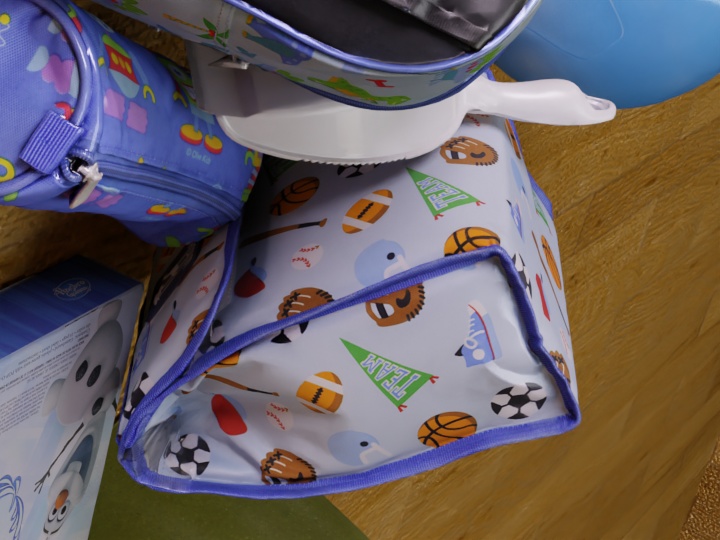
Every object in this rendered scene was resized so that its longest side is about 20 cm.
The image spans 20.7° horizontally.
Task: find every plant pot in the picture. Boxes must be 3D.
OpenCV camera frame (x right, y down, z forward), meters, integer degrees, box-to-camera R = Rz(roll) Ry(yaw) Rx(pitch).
[{"bbox_3d":[-0.053,0.189,1.052,0.187,0.199,0.188,-52,157,-33],"label":"plant pot"}]

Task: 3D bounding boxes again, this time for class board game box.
[{"bbox_3d":[-0.181,0.113,0.858,0.200,0.043,0.200,-32,141,-58],"label":"board game box"}]

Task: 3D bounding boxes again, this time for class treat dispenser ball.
[{"bbox_3d":[0.141,-0.191,1.098,0.201,0.200,0.201,-52,157,-32],"label":"treat dispenser ball"}]

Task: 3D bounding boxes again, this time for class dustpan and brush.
[{"bbox_3d":[0.020,-0.086,0.854,0.140,0.199,0.057,-106,-162,-49],"label":"dustpan and brush"}]

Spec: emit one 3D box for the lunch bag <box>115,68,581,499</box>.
[{"bbox_3d":[-0.015,0.010,0.898,0.170,0.199,0.124,-87,154,-57],"label":"lunch bag"}]

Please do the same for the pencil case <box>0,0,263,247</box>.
[{"bbox_3d":[-0.103,-0.056,0.786,0.078,0.087,0.200,-44,165,9],"label":"pencil case"}]

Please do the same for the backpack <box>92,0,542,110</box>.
[{"bbox_3d":[-0.014,-0.157,0.727,0.184,0.199,0.147,-64,178,-8],"label":"backpack"}]
